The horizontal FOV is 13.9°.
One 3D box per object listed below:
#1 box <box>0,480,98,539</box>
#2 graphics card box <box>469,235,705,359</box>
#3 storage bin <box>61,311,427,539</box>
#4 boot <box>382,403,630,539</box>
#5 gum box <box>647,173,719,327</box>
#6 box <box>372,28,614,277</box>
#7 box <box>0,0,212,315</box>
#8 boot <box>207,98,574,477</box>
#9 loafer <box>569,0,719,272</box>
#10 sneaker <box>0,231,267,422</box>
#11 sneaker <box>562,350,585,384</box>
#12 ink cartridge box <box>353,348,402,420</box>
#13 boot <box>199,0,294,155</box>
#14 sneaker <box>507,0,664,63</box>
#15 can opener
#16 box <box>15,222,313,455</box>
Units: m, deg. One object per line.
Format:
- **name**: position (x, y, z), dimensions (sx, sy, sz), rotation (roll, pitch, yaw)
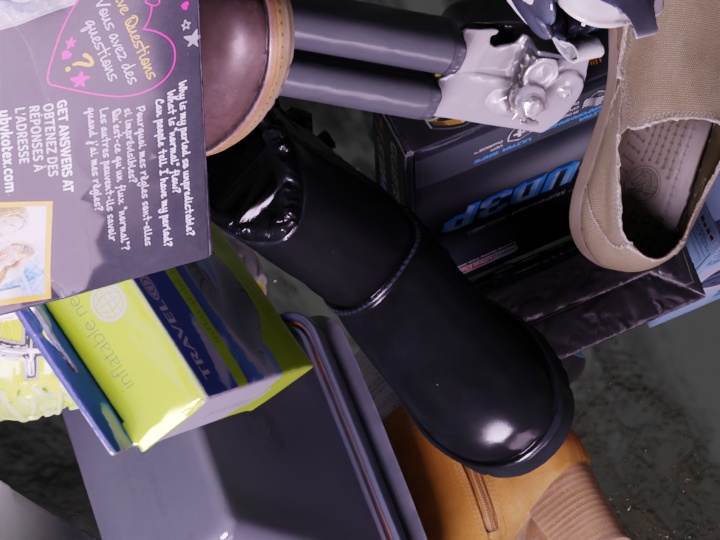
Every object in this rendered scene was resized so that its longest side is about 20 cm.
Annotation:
- **box**: position (-0.211, 0.230, 1.561), dimensions (0.130, 0.200, 0.199), rotation (-6, 160, 17)
- **graphics card box**: position (0.094, 0.017, 1.570), dimensions (0.125, 0.051, 0.200), rotation (-22, -178, -10)
- **storage bin**: position (-0.078, 0.112, 1.537), dimensions (0.146, 0.200, 0.134), rotation (-40, 140, 24)
- **boot**: position (0.034, 0.146, 1.591), dimensions (0.201, 0.144, 0.071), rotation (-34, 145, -4)
- **gum box**: position (0.247, -0.040, 1.664), dimensions (0.170, 0.045, 0.200), rotation (-22, 170, -10)
- **box**: position (0.104, -0.073, 1.518), dimensions (0.200, 0.046, 0.159), rotation (-23, 154, -10)
- **box**: position (-0.141, -0.094, 1.040), dimensions (0.115, 0.200, 0.132), rotation (-17, 129, -22)
- **boot**: position (0.001, 0.000, 1.369), dimensions (0.073, 0.198, 0.162), rotation (-44, 138, 8)
- **loafer**: position (0.155, -0.089, 1.417), dimensions (0.076, 0.067, 0.200), rotation (4, 105, -19)
- **sneaker**: position (-0.138, 0.039, 1.460), dimensions (0.200, 0.076, 0.075), rotation (-28, 156, 4)
- **sneaker**: position (0.056, 0.105, 1.769), dimensions (0.082, 0.073, 0.200), rotation (-3, 147, -50)
- **ink cartridge box**: position (0.043, 0.147, 1.656), dimensions (0.115, 0.200, 0.068), rotation (-44, 157, -14)
- **boot**: position (-0.139, -0.076, 1.196), dimensions (0.166, 0.072, 0.200), rotation (-3, 171, -38)
- **sneaker**: position (0.102, -0.167, 1.251), dimensions (0.079, 0.130, 0.199), rotation (-12, 150, -30)
- **can opener**: position (0.020, -0.101, 1.379), dimensions (0.200, 0.067, 0.053), rotation (4, 127, -34)
- **box**: position (-0.096, 0.014, 1.333), dimensions (0.048, 0.122, 0.200), rotation (-36, 175, 13)
